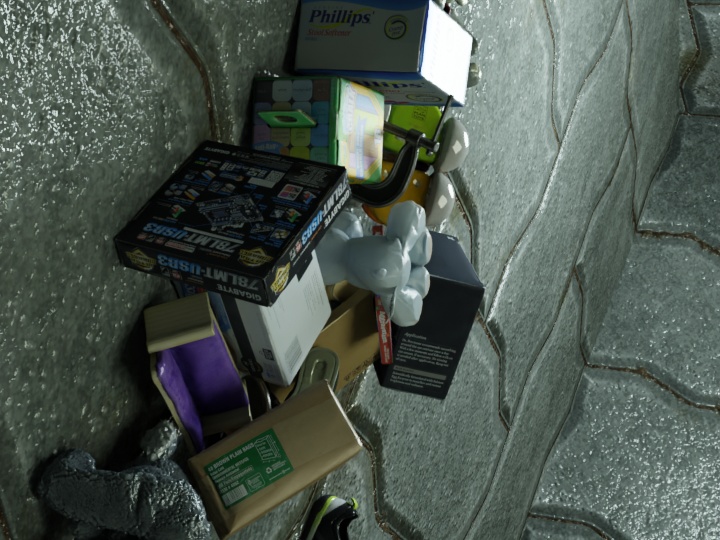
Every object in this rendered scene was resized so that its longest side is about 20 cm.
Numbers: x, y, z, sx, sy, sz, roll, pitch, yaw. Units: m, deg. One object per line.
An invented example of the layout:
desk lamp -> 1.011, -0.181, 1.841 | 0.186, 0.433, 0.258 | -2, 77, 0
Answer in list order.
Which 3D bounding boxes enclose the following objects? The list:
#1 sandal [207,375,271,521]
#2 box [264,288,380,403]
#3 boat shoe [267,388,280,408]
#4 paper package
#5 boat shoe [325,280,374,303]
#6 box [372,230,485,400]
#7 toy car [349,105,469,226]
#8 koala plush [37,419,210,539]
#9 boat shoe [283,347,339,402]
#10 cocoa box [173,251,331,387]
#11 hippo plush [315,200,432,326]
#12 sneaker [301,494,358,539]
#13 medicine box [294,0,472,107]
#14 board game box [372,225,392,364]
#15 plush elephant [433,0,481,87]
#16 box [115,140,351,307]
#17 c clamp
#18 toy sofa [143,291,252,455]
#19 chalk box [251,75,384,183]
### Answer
sandal -> -0.180, 0.233, 1.699 | 0.054, 0.081, 0.202 | 33, 79, -43
box -> -0.054, 0.133, 1.862 | 0.199, 0.021, 0.164 | -37, 146, -19
boat shoe -> -0.120, 0.239, 1.828 | 0.061, 0.073, 0.201 | -58, 144, -24
paper package -> -0.111, 0.236, 1.580 | 0.198, 0.104, 0.191 | -29, 171, -15
boat shoe -> -0.012, 0.019, 1.884 | 0.072, 0.075, 0.200 | -64, 169, 9
box -> 0.094, 0.062, 2.006 | 0.197, 0.116, 0.202 | -112, -143, -64
toy car -> 0.059, -0.164, 1.924 | 0.150, 0.173, 0.203 | -174, -81, -78
koala plush -> -0.244, 0.273, 1.448 | 0.200, 0.181, 0.180 | -61, 148, -79
boat shoe -> -0.078, 0.200, 1.755 | 0.068, 0.071, 0.201 | 103, 9, -47
cocoa box -> -0.135, 0.021, 1.577 | 0.134, 0.130, 0.201 | -59, 152, -32
hippo plush -> 0.000, 0.000, 1.748 | 0.201, 0.158, 0.161 | -61, 148, -48
sneaker -> -0.057, 0.467, 2.088 | 0.072, 0.082, 0.203 | 32, 74, -66
medicine box -> 0.034, -0.291, 1.705 | 0.200, 0.180, 0.105 | 12, 84, -67
board game box -> 0.033, 0.033, 1.893 | 0.201, 0.019, 0.104 | -91, 175, -52
plush elephant -> 0.102, -0.382, 1.866 | 0.156, 0.162, 0.202 | 100, -10, -46
box -> -0.140, -0.059, 1.431 | 0.199, 0.197, 0.050 | -57, 149, -39
c clamp -> 0.015, -0.176, 1.714 | 0.027, 0.198, 0.173 | 12, 96, -67
toy sofa -> -0.191, 0.129, 1.525 | 0.201, 0.082, 0.098 | 75, 0, -49
chalk box -> -0.061, -0.178, 1.619 | 0.199, 0.123, 0.126 | 0, 93, -66
